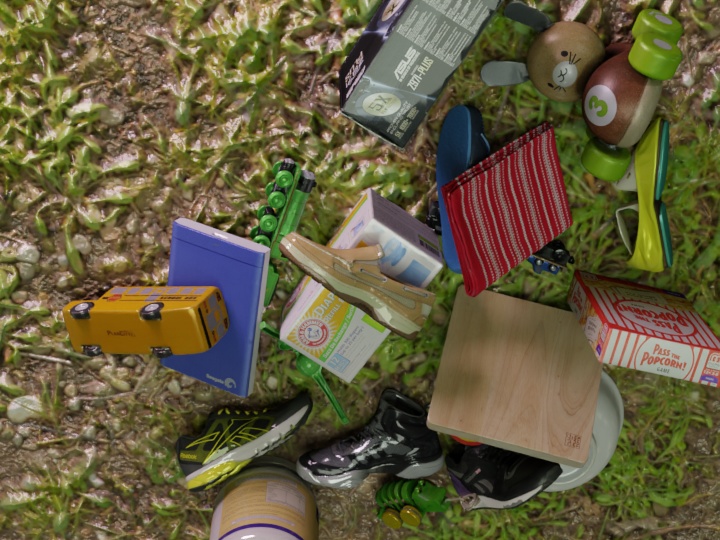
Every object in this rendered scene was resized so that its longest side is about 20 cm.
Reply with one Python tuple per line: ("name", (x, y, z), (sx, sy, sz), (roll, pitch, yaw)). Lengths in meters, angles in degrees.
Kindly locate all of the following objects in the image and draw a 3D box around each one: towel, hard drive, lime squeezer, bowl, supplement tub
("towel", (0.179, -0.074, 1.538), (0.199, 0.022, 0.146), (-33, 119, -33))
("hard drive", (-0.184, 0.048, 1.620), (0.131, 0.025, 0.202), (19, 116, 20))
("lime squeezer", (-0.071, 0.114, 1.661), (0.038, 0.071, 0.200), (-39, 123, -4))
("bowl", (0.256, 0.217, 1.702), (0.199, 0.091, 0.203), (0, 114, -1))
("supplement tub", (-0.126, 0.349, 1.691), (0.144, 0.200, 0.147), (0, 115, -1))

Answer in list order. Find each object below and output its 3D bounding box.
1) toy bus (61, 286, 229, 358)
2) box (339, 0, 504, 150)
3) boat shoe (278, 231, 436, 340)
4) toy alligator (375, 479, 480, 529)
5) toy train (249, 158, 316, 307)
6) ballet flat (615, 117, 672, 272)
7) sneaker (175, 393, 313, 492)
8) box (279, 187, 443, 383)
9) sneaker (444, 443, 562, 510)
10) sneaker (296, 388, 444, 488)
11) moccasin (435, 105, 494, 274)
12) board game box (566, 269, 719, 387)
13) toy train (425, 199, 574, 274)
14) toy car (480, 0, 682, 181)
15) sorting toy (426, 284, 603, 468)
("toy bus", (-0.269, 0.061, 1.602), (0.198, 0.078, 0.066), (-1, 118, 27))
("box", (0.062, -0.260, 1.443), (0.086, 0.164, 0.201), (30, 111, -14))
("boat shoe", (0.000, 0.000, 1.506), (0.199, 0.072, 0.076), (32, 95, -20))
("toy alligator", (0.076, 0.299, 1.714), (0.054, 0.059, 0.199), (49, 142, -16))
("toy train", (-0.106, -0.044, 1.604), (0.056, 0.042, 0.201), (14, 113, -18))
("ballet flat", (0.346, -0.089, 1.585), (0.066, 0.067, 0.202), (2, 118, 21))
("sneaker", (-0.157, 0.209, 1.697), (0.199, 0.075, 0.085), (-32, 80, -4))
("box", (-0.002, 0.019, 1.600), (0.112, 0.102, 0.201), (32, 110, -15))
("sneaker", (0.172, 0.253, 1.655), (0.200, 0.076, 0.088), (-26, 95, 56))
("sneaker", (0.011, 0.218, 1.707), (0.198, 0.076, 0.115), (-5, 114, -6))
("moccasin", (0.134, -0.098, 1.561), (0.068, 0.080, 0.202), (-2, 98, -29))
("board game box", (0.345, 0.068, 1.576), (0.150, 0.200, 0.047), (12, 109, -8))
("toy train", (0.174, -0.037, 1.616), (0.198, 0.034, 0.046), (19, 116, -9))
("toy car", (0.243, -0.229, 1.479), (0.198, 0.158, 0.165), (22, 123, 1))
("sorting toy", (0.194, 0.140, 1.618), (0.197, 0.201, 0.070), (14, 149, 4))
